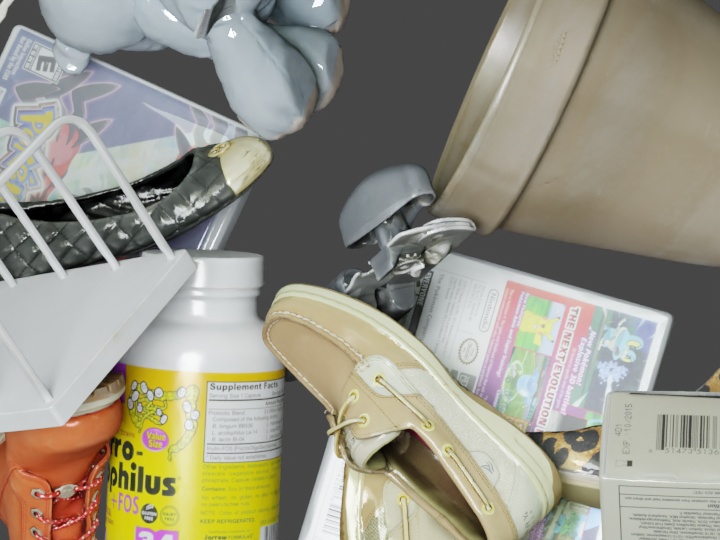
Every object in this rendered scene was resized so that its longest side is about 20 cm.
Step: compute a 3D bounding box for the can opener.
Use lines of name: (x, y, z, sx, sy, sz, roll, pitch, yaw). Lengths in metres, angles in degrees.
can opener: (0.000, 0.000, 1.507, 0.053, 0.200, 0.067, -9, 72, -31)

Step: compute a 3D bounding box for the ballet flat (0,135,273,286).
ballet flat: (-0.147, -0.040, 1.554, 0.199, 0.067, 0.057, -20, 108, 10)

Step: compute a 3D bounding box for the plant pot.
plant pot: (0.155, -0.090, 1.496, 0.173, 0.200, 0.201, 23, 87, -3)

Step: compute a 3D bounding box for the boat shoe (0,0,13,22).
boat shoe: (-0.215, -0.218, 1.627, 0.057, 0.067, 0.200, 38, 93, -17)

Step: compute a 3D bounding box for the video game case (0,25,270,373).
video game case: (-0.177, -0.027, 1.614, 0.181, 0.023, 0.201, 24, 87, 13)

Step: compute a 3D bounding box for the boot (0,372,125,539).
boot: (-0.172, 0.120, 1.503, 0.075, 0.200, 0.108, -11, 79, -20)

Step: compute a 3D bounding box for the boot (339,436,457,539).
boot: (0.066, 0.158, 1.504, 0.154, 0.073, 0.202, -1, 70, 4)

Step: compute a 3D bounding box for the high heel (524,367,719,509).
high heel: (0.178, 0.069, 1.509, 0.198, 0.071, 0.144, 8, 74, -2)

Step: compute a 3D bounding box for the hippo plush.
hippo plush: (-0.111, -0.151, 1.561, 0.160, 0.200, 0.161, -7, 100, 28)

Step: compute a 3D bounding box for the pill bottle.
pill bottle: (-0.097, 0.090, 1.532, 0.103, 0.104, 0.202, 3, 94, 11)

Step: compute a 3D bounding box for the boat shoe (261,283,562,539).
boat shoe: (0.019, 0.084, 1.457, 0.199, 0.074, 0.066, 35, 56, 13)

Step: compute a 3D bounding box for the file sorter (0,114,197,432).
file sorter: (-0.224, 0.004, 1.450, 0.199, 0.139, 0.125, -8, 123, 42)

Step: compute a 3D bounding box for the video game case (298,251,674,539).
video game case: (0.075, 0.098, 1.558, 0.181, 0.023, 0.201, 16, 84, 13)

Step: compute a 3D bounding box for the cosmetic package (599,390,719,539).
cosmetic package: (0.187, 0.164, 1.440, 0.104, 0.201, 0.071, 2, 40, 9)
